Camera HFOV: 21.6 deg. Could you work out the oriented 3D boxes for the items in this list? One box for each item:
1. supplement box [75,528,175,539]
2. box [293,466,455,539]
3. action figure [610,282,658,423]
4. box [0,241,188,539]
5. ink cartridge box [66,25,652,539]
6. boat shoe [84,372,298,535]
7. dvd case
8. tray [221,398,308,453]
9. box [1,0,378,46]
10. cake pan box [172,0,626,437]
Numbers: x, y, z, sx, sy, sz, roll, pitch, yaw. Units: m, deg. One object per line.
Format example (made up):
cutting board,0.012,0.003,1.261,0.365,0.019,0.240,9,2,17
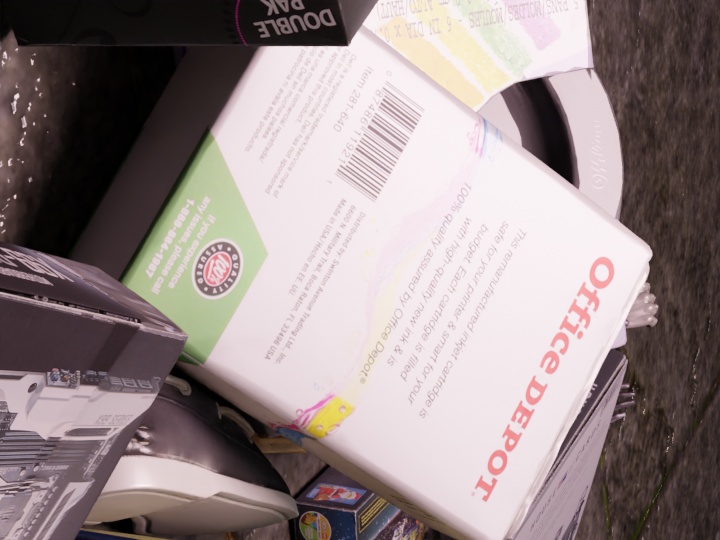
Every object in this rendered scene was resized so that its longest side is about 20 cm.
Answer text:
supplement box,-0.072,0.209,0.742,0.199,0.133,0.202,26,71,-63
box,0.028,0.149,1.051,0.200,0.037,0.138,-37,128,-57
action figure,0.110,0.013,1.115,0.119,0.101,0.200,59,-1,35
box,-0.153,0.084,0.560,0.201,0.050,0.157,-59,154,5
ink cartridge box,0.000,0.000,0.770,0.199,0.084,0.146,34,78,-24
boat shoe,-0.078,0.075,0.784,0.200,0.073,0.061,30,48,-68
dvd case,0.096,0.156,1.087,0.151,0.025,0.201,-51,158,-39
tray,-0.010,-0.017,0.885,0.098,0.037,0.203,1,95,-24
box,-0.066,-0.195,0.666,0.125,0.147,0.201,-59,145,-44
cake pan box,0.024,-0.037,0.852,0.198,0.052,0.186,-11,101,-24
